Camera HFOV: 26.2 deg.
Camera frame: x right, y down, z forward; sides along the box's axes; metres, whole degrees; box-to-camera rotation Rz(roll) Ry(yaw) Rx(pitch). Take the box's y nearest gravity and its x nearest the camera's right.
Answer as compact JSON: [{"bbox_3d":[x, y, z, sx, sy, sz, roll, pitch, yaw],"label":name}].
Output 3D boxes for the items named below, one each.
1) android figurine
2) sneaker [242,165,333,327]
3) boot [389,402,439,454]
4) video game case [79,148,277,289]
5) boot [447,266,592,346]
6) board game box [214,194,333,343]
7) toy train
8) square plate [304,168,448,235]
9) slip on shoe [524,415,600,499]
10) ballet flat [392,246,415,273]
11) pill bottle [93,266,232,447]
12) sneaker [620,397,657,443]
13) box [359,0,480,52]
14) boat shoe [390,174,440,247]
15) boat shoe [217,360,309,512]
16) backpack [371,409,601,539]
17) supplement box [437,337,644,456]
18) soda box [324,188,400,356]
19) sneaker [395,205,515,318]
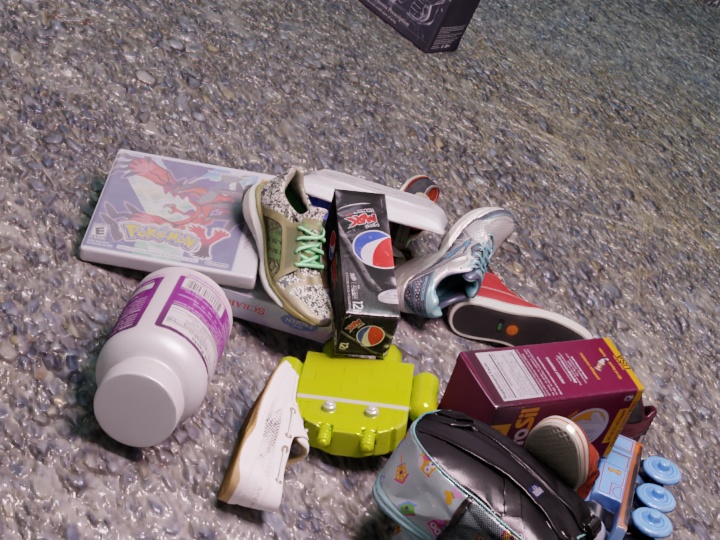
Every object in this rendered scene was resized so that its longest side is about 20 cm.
[{"bbox_3d":[-0.007,0.136,1.665,0.181,0.041,0.200,8,28,4],"label":"android figurine"},{"bbox_3d":[-0.069,-0.032,1.719,0.077,0.089,0.201,2,56,-44],"label":"sneaker"},{"bbox_3d":[0.127,0.181,1.745,0.199,0.069,0.189,22,38,-1],"label":"boot"},{"bbox_3d":[-0.204,-0.062,1.781,0.199,0.023,0.183,10,43,1],"label":"video game case"},{"bbox_3d":[0.206,0.048,2.018,0.199,0.073,0.144,19,27,-9],"label":"boot"},{"bbox_3d":[-0.076,-0.011,1.815,0.199,0.041,0.200,16,43,-5],"label":"board game box"},{"bbox_3d":[0.287,0.261,1.719,0.114,0.087,0.200,21,29,7],"label":"toy train"},{"bbox_3d":[0.016,-0.091,1.935,0.197,0.029,0.200,18,7,3],"label":"square plate"},{"bbox_3d":[0.212,0.192,1.581,0.074,0.200,0.061,36,72,24],"label":"slip on shoe"},{"bbox_3d":[-0.012,-0.013,1.924,0.199,0.065,0.071,1,38,-40],"label":"ballet flat"},{"bbox_3d":[-0.199,0.087,1.539,0.112,0.113,0.200,25,28,-4],"label":"pill bottle"},{"bbox_3d":[0.263,0.144,1.852,0.199,0.116,0.076,25,28,-6],"label":"sneaker"},{"bbox_3d":[0.115,-0.522,2.773,0.200,0.183,0.104,41,31,25],"label":"box"},{"bbox_3d":[0.066,-0.069,2.077,0.062,0.071,0.200,20,31,19],"label":"boat shoe"},{"bbox_3d":[-0.085,0.171,1.550,0.069,0.071,0.200,26,37,-5],"label":"boat shoe"},{"bbox_3d":[0.110,0.237,1.516,0.200,0.153,0.176,45,24,15],"label":"backpack"},{"bbox_3d":[0.191,0.146,1.671,0.199,0.111,0.086,-4,43,-29],"label":"supplement box"},{"bbox_3d":[0.000,0.000,1.748,0.063,0.071,0.201,5,45,-12],"label":"soda box"},{"bbox_3d":[0.133,-0.003,1.945,0.200,0.078,0.086,-39,40,-21],"label":"sneaker"}]
